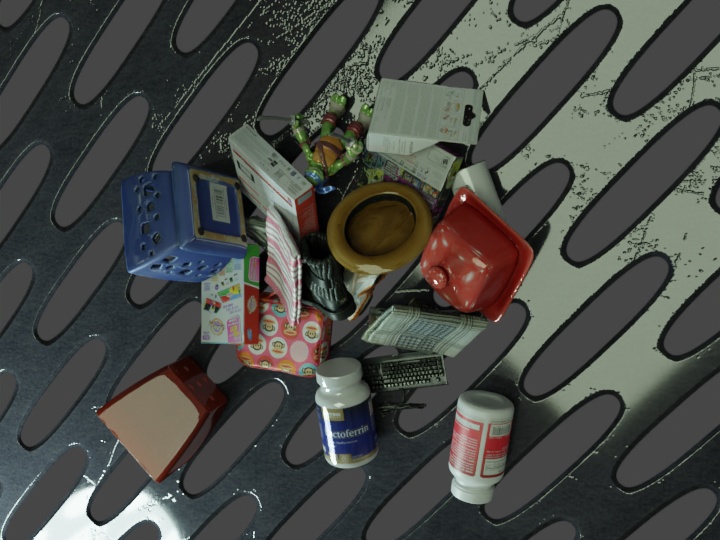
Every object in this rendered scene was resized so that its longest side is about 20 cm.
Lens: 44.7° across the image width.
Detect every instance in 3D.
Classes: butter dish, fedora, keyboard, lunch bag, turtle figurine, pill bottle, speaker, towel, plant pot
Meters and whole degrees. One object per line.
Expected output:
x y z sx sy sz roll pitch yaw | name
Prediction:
0.180 -0.010 1.580 0.200 0.147 0.201 46 139 24 | butter dish
0.038 -0.066 1.612 0.198 0.082 0.203 -3 64 5 | fedora
0.083 0.235 1.799 0.198 0.021 0.129 -9 97 20 | keyboard
-0.158 0.120 1.821 0.198 0.082 0.178 10 103 16 | lunch bag
-0.054 -0.266 1.640 0.143 0.195 0.201 -3 133 37 | turtle figurine
0.234 0.348 1.724 0.111 0.112 0.203 11 104 15 | pill bottle
0.232 -0.100 1.654 0.080 0.081 0.202 -20 94 20 | speaker
-0.031 0.288 1.782 0.114 0.116 0.202 -3 108 18 | pill bottle
0.117 0.119 1.656 0.190 0.200 0.035 9 67 -14 | towel
-0.151 -0.006 1.699 0.201 0.030 0.147 95 152 -44 | towel
-0.406 0.299 1.887 0.176 0.200 0.200 -44 86 9 | plant pot
-0.337 -0.099 1.728 0.179 0.199 0.202 -18 73 35 | plant pot

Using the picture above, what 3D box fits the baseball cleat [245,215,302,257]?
-0.196 -0.060 1.805 0.198 0.070 0.108 9 103 17 | baseball cleat

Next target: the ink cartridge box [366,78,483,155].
0.120 -0.280 1.622 0.197 0.164 0.057 10 140 3 | ink cartridge box

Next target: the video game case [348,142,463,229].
0.082 -0.177 1.670 0.199 0.036 0.183 34 115 30 | video game case

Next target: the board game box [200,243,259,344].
-0.271 0.051 1.809 0.152 0.040 0.203 -3 86 45 | board game box

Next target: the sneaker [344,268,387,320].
0.000 0.000 1.754 0.092 0.076 0.201 36 108 13 | sneaker

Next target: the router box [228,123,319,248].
-0.166 -0.160 1.700 0.049 0.180 0.200 -39 67 -18 | router box

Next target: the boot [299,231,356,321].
-0.094 -0.007 1.697 0.210 0.079 0.159 25 147 45 | boot

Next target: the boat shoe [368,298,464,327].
0.108 0.088 1.734 0.198 0.072 0.067 -8 89 17 | boat shoe
